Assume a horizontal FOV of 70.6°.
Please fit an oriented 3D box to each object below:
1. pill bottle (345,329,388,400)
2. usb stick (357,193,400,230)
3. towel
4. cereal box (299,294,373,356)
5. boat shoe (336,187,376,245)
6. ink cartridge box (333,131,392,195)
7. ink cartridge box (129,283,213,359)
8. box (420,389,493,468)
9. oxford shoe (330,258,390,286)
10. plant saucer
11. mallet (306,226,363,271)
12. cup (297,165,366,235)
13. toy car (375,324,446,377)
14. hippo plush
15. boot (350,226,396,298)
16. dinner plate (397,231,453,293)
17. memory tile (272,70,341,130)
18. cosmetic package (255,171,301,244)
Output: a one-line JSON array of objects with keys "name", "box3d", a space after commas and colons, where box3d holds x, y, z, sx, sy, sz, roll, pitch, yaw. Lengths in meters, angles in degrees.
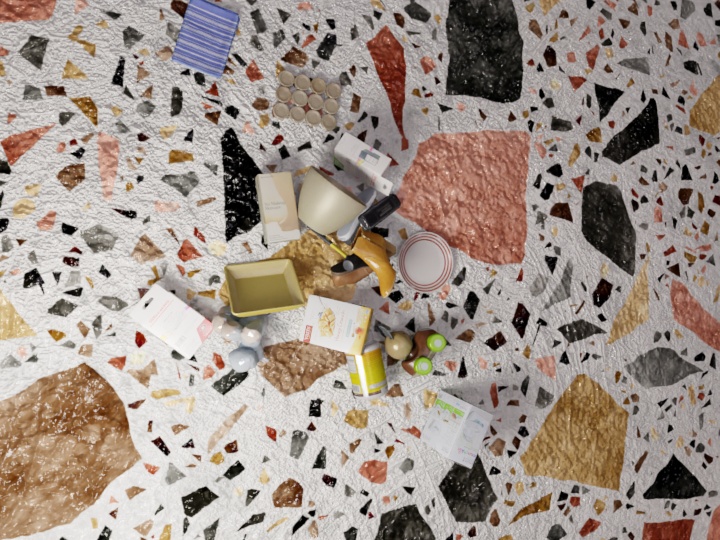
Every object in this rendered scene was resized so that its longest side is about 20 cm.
[{"name": "pill bottle", "box3d": [0.016, 0.285, 1.555, 0.109, 0.109, 0.200, -12, 94, -18]}, {"name": "usb stick", "box3d": [0.060, -0.181, 1.565, 0.055, 0.033, 0.200, 56, 46, -6]}, {"name": "towel", "box3d": [-0.439, -0.665, 1.450, 0.145, 0.024, 0.200, 16, 85, -17]}, {"name": "cereal box", "box3d": [-0.073, 0.161, 1.510, 0.200, 0.040, 0.144, 11, 85, 16]}, {"name": "boat shoe", "box3d": [0.001, -0.164, 1.576, 0.066, 0.070, 0.200, 46, 63, -41]}, {"name": "ink cartridge box", "box3d": [0.021, -0.316, 1.525, 0.200, 0.117, 0.067, 32, 78, 2]}, {"name": "ink cartridge box", "box3d": [-0.516, 0.136, 1.402, 0.200, 0.067, 0.117, 41, 78, -16]}, {"name": "box", "box3d": [0.295, 0.492, 1.599, 0.097, 0.200, 0.177, 27, 81, -16]}, {"name": "oxford shoe", "box3d": [0.000, 0.000, 1.583, 0.200, 0.071, 0.071, -16, 125, -21]}, {"name": "plant saucer", "box3d": [-0.275, 0.056, 1.444, 0.200, 0.200, 0.049, -7, 134, -17]}, {"name": "mallet", "box3d": [-0.085, -0.070, 1.526, 0.200, 0.041, 0.066, 35, 39, 2]}, {"name": "cup", "box3d": [-0.102, -0.190, 1.489, 0.200, 0.200, 0.143, 33, 102, -15]}, {"name": "toy car", "box3d": [0.137, 0.219, 1.579, 0.200, 0.164, 0.158, 33, 80, -3]}, {"name": "hippo plush", "box3d": [-0.334, 0.193, 1.439, 0.159, 0.200, 0.161, 14, 111, 9]}, {"name": "boot", "box3d": [0.033, -0.026, 1.506, 0.144, 0.071, 0.201, 24, 52, -23]}, {"name": "dinner plate", "box3d": [0.211, -0.026, 1.664, 0.200, 0.024, 0.201, 0, 91, -18]}, {"name": "memory tile", "box3d": [-0.160, -0.516, 1.545, 0.200, 0.017, 0.154, 8, 87, -17]}, {"name": "cosmetic package", "box3d": [-0.242, -0.183, 1.489, 0.105, 0.071, 0.200, -10, 93, -18]}]
